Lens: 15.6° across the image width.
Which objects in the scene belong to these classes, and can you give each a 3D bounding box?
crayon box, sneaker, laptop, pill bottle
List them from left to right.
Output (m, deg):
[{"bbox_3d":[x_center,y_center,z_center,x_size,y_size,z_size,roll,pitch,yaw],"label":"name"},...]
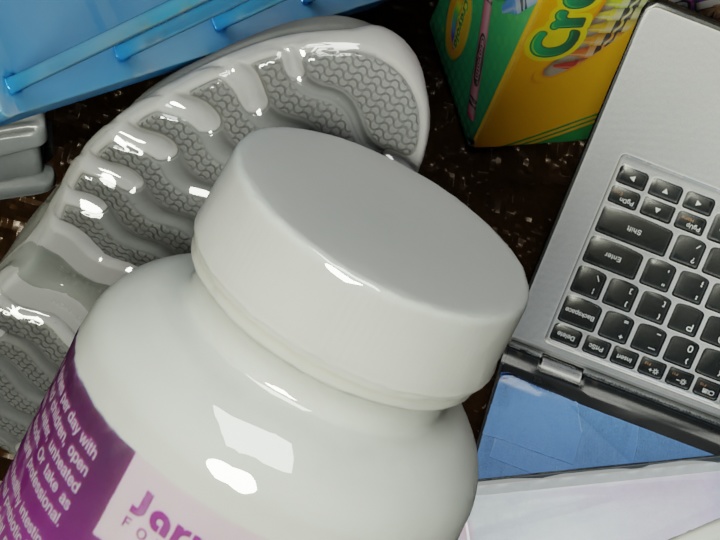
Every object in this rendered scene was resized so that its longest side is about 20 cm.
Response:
[{"bbox_3d":[-0.053,-0.024,0.758,0.075,0.200,0.082,42,42,-18],"label":"sneaker"},{"bbox_3d":[-0.038,0.068,0.681,0.112,0.201,0.112,23,23,-11],"label":"pill bottle"},{"bbox_3d":[0.108,-0.124,0.863,0.118,0.200,0.059,-5,58,-20],"label":"crayon box"},{"bbox_3d":[0.139,0.051,0.814,0.186,0.201,0.116,20,20,-3],"label":"laptop"}]

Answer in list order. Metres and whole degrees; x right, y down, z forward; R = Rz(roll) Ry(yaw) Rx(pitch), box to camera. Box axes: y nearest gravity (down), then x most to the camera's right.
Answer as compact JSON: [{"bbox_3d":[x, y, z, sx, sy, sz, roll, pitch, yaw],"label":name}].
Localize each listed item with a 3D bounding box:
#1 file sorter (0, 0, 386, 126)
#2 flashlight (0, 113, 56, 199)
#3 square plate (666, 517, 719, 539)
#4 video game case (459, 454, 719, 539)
[{"bbox_3d":[-0.028,-0.140,0.696,0.200,0.122,0.140,-25,93,-55],"label":"file sorter"},{"bbox_3d":[-0.192,-0.042,0.780,0.199,0.068,0.068,-10,91,-6],"label":"flashlight"},{"bbox_3d":[0.048,0.188,0.675,0.199,0.028,0.199,-19,104,-26],"label":"square plate"},{"bbox_3d":[0.073,0.127,0.766,0.198,0.019,0.144,-5,67,-7],"label":"video game case"}]
